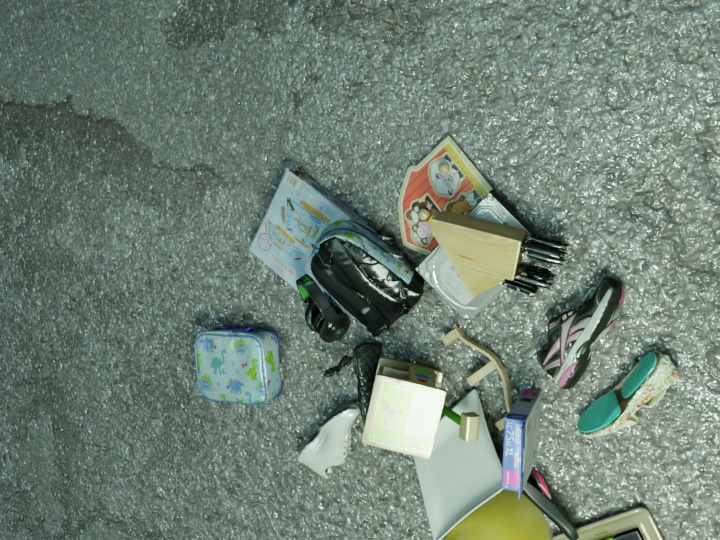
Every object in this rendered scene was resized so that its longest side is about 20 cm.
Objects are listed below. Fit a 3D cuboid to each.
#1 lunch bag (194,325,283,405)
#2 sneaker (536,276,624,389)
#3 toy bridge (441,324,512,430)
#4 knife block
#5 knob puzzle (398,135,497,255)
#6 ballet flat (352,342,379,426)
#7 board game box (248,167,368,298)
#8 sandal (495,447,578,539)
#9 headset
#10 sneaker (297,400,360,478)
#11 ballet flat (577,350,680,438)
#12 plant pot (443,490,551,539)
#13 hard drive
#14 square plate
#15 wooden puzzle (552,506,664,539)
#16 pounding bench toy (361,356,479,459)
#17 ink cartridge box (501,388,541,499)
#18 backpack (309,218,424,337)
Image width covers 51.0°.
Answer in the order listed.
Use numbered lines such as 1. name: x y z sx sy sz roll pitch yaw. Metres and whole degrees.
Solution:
1. lunch bag: -0.261 0.199 1.621 0.198 0.082 0.163 -1 98 31
2. sneaker: 0.352 0.094 1.243 0.086 0.080 0.202 38 110 32
3. toy bridge: 0.222 0.182 1.352 0.067 0.027 0.201 -40 72 28
4. knife block: 0.235 -0.044 1.239 0.175 0.064 0.201 -32 93 27
5. knob puzzle: 0.142 -0.109 1.360 0.217 0.030 0.223 6 101 30
6. ballet flat: 0.023 0.241 1.472 0.056 0.066 0.203 -8 99 -1
7. board game box: -0.108 -0.067 1.510 0.199 0.041 0.201 39 115 19
8. sandal: 0.311 0.383 1.321 0.045 0.075 0.200 -43 68 -7
9. headset: -0.074 0.105 1.439 0.201 0.093 0.123 61 167 -20
10. sneaker: -0.049 0.342 1.534 0.087 0.074 0.201 38 122 7
11. ballet flat: 0.437 0.213 1.217 0.063 0.076 0.201 29 122 -12
12. plant pot: 0.225 0.499 1.342 0.198 0.141 0.203 5 100 29
13. hard drive: 0.208 -0.022 1.314 0.140 0.038 0.200 45 117 2
14. square plate: 0.177 0.350 1.356 0.198 0.028 0.201 -49 35 30
15. wooden puzzle: 0.444 0.519 1.275 0.184 0.037 0.202 -32 81 30
16. pounding bench toy: 0.115 0.251 1.369 0.197 0.156 0.126 13 98 3
17. ink cartridge box: 0.266 0.282 1.248 0.041 0.200 0.121 4 99 19
18. backpack: 0.000 0.000 1.389 0.198 0.155 0.163 29 130 -18
